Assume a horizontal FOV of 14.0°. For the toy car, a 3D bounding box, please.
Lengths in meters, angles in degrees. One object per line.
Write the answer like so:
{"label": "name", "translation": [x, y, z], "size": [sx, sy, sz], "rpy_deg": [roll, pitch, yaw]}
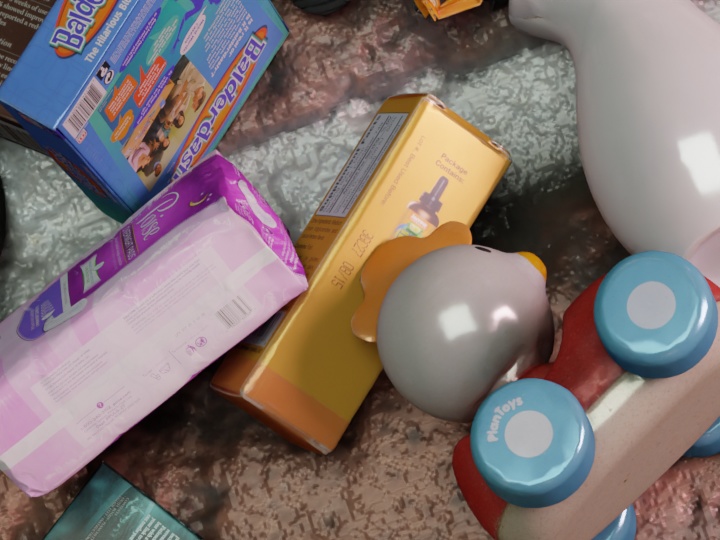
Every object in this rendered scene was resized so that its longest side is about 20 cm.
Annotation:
{"label": "toy car", "translation": [0.087, 0.035, 1.558], "size": [0.177, 0.184, 0.200], "rpy_deg": [-46, 67, -4]}

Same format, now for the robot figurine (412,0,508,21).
{"label": "robot figurine", "translation": [0.090, -0.211, 1.644], "size": [0.200, 0.145, 0.058], "rpy_deg": [-26, 43, 12]}

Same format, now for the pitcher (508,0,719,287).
{"label": "pitcher", "translation": [0.193, -0.101, 1.612], "size": [0.171, 0.121, 0.200], "rpy_deg": [-27, 60, 6]}

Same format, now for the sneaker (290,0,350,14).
{"label": "sneaker", "translation": [-0.025, -0.252, 1.728], "size": [0.074, 0.088, 0.200], "rpy_deg": [-10, 95, 34]}

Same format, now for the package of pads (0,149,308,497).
{"label": "package of pads", "translation": [-0.129, 0.029, 1.624], "size": [0.200, 0.121, 0.076], "rpy_deg": [-38, 110, 6]}

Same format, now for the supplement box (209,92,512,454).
{"label": "supplement box", "translation": [0.000, 0.000, 1.639], "size": [0.066, 0.069, 0.200], "rpy_deg": [35, 83, -18]}

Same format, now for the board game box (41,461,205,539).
{"label": "board game box", "translation": [-0.152, 0.225, 1.632], "size": [0.135, 0.028, 0.200], "rpy_deg": [36, 83, 19]}

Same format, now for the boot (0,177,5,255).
{"label": "boot", "translation": [-0.292, 0.013, 1.697], "size": [0.154, 0.073, 0.204], "rpy_deg": [-18, 44, 28]}

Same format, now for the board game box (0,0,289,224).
{"label": "board game box", "translation": [-0.117, -0.116, 1.636], "size": [0.045, 0.200, 0.152], "rpy_deg": [29, 80, 19]}

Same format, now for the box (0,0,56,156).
{"label": "box", "translation": [-0.156, -0.165, 1.727], "size": [0.100, 0.075, 0.200], "rpy_deg": [22, 81, 18]}
